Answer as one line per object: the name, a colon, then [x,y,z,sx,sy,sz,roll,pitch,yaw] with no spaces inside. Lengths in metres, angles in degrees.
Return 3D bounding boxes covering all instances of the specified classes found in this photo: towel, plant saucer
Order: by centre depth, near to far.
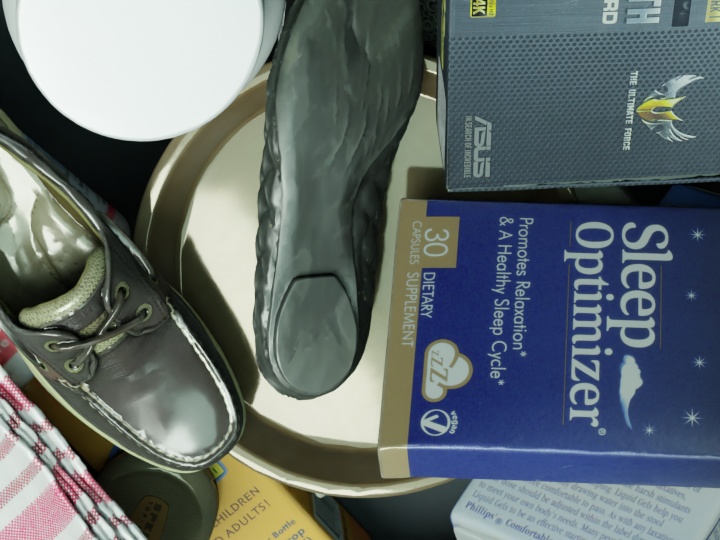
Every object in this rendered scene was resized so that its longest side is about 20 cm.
plant saucer: [0.000,0.000,0.984,0.199,0.029,0.201,0,101,2]
towel: [-0.175,0.115,0.989,0.200,0.030,0.146,49,128,1]

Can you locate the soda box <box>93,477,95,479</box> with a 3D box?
soda box: [-0.161,0.125,1.087,0.068,0.064,0.200,-39,107,9]

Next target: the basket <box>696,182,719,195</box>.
basket: [0.191,-0.126,0.998,0.180,0.136,0.201,-11,113,7]

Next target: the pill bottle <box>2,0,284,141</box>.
pill bottle: [-0.089,-0.125,0.937,0.115,0.200,0.116,-1,109,-4]

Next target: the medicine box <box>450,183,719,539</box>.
medicine box: [0.147,0.100,0.999,0.200,0.103,0.182,-54,147,-25]

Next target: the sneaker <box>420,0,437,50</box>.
sneaker: [0.056,-0.159,0.951,0.076,0.199,0.114,-40,112,-31]

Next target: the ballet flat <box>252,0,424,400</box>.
ballet flat: [-0.017,-0.045,0.940,0.066,0.057,0.201,8,95,-20]

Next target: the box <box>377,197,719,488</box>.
box: [0.111,0.029,0.912,0.199,0.121,0.032,2,148,5]

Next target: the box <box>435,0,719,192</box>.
box: [0.109,-0.120,0.870,0.157,0.051,0.200,-3,136,-3]

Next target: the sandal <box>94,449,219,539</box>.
sandal: [-0.120,0.175,1.045,0.080,0.054,0.201,19,107,-10]

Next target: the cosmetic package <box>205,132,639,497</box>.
cosmetic package: [0.025,-0.002,1.046,0.200,0.087,0.103,-38,103,9]

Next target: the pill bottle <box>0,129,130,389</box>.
pill bottle: [-0.209,-0.040,1.004,0.200,0.109,0.109,40,101,-15]

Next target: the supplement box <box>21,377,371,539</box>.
supplement box: [-0.077,0.095,1.083,0.066,0.069,0.200,-39,106,9]

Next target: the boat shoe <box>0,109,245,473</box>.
boat shoe: [-0.123,0.011,0.940,0.073,0.065,0.200,-43,101,-1]
